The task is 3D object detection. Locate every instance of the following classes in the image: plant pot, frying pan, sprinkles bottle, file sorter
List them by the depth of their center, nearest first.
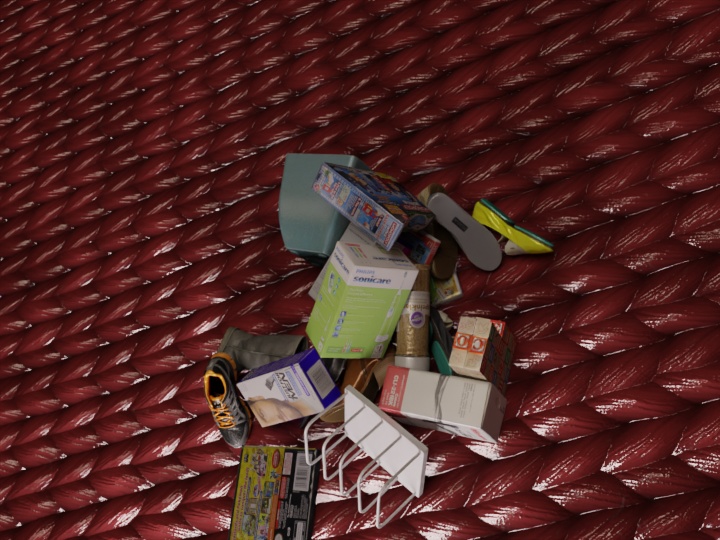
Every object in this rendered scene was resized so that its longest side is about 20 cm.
[{"bbox_3d":[0.007,0.343,1.284,0.199,0.141,0.124,33,51,31],"label":"file sorter"},{"bbox_3d":[0.100,0.091,1.349,0.067,0.068,0.205,-1,86,23],"label":"sprinkles bottle"},{"bbox_3d":[-0.085,0.222,1.455,0.191,0.031,0.116,-52,22,24],"label":"frying pan"},{"bbox_3d":[-0.063,-0.115,1.510,0.193,0.196,0.204,9,77,36],"label":"plant pot"}]

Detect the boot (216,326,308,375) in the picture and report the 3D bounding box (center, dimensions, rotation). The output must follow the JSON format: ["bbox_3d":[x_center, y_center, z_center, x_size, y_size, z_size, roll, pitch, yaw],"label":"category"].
[{"bbox_3d":[-0.222,0.211,1.520,0.196,0.073,0.185,11,74,20],"label":"boot"}]

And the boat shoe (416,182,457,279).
[{"bbox_3d":[0.153,-0.075,1.457,0.064,0.070,0.204,-26,61,52],"label":"boat shoe"}]

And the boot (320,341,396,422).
[{"bbox_3d":[-0.013,0.204,1.429,0.198,0.074,0.156,-32,51,9],"label":"boot"}]

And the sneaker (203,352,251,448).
[{"bbox_3d":[-0.286,0.278,1.465,0.077,0.077,0.204,-13,99,12],"label":"sneaker"}]

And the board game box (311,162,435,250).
[{"bbox_3d":[0.040,-0.115,1.327,0.200,0.198,0.062,47,119,34],"label":"board game box"}]

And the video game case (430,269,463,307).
[{"bbox_3d":[0.107,-0.002,1.490,0.179,0.023,0.203,-22,60,14],"label":"video game case"}]

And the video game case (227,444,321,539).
[{"bbox_3d":[-0.172,0.456,1.405,0.177,0.026,0.204,-3,67,22],"label":"video game case"}]

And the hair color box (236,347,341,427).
[{"bbox_3d":[-0.145,0.235,1.398,0.198,0.065,0.111,-23,101,42],"label":"hair color box"}]

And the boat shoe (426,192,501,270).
[{"bbox_3d":[0.209,-0.084,1.414,0.069,0.057,0.200,-43,102,11],"label":"boat shoe"}]

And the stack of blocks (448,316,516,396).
[{"bbox_3d":[0.223,0.147,1.265,0.058,0.200,0.117,8,71,27],"label":"stack of blocks"}]

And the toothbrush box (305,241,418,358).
[{"bbox_3d":[0.001,0.059,1.314,0.086,0.143,0.203,52,129,47],"label":"toothbrush box"}]

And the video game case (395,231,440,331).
[{"bbox_3d":[0.072,0.003,1.445,0.142,0.017,0.203,36,103,47],"label":"video game case"}]

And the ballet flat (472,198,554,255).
[{"bbox_3d":[0.299,-0.071,1.418,0.199,0.066,0.068,40,108,35],"label":"ballet flat"}]

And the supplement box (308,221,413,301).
[{"bbox_3d":[0.000,0.000,1.421,0.103,0.100,0.202,37,97,46],"label":"supplement box"}]

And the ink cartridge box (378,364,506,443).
[{"bbox_3d":[0.153,0.244,1.285,0.196,0.144,0.085,5,70,26],"label":"ink cartridge box"}]

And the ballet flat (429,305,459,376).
[{"bbox_3d":[0.159,0.132,1.384,0.072,0.073,0.202,-32,55,7],"label":"ballet flat"}]
